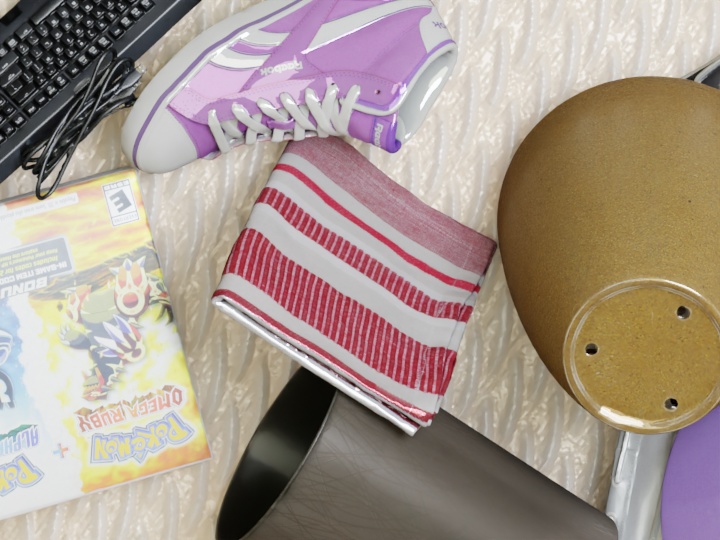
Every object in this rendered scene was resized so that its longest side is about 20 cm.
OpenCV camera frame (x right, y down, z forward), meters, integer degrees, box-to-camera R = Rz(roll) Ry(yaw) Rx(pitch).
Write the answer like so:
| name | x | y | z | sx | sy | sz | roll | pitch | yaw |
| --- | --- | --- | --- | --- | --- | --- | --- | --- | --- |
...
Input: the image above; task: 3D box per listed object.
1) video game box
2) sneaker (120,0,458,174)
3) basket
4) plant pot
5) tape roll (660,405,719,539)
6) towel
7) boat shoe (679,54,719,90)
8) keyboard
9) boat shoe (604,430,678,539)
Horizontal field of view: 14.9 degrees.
| name | x | y | z | sx | sy | sz | roll | pitch | yaw |
| --- | --- | --- | --- | --- | --- | --- | --- | --- | --- |
| video game box | -0.206 | 0.051 | 1.626 | 0.199 | 0.047 | 0.183 | -16 | 97 | -10 |
| sneaker | -0.036 | -0.098 | 1.599 | 0.200 | 0.073 | 0.114 | -34 | 63 | -4 |
| basket | 0.037 | 0.148 | 1.603 | 0.200 | 0.180 | 0.136 | 30 | 73 | -11 |
| plant pot | 0.166 | 0.009 | 1.559 | 0.186 | 0.200 | 0.187 | 2 | 112 | 5 |
| tape roll | 0.273 | 0.149 | 1.622 | 0.200 | 0.066 | 0.201 | 7 | 77 | -32 |
| towel | 0.000 | 0.000 | 1.582 | 0.144 | 0.200 | 0.023 | 33 | 123 | -6 |
| boat shoe | 0.229 | -0.094 | 1.653 | 0.200 | 0.060 | 0.074 | -38 | 97 | -1 |
| keyboard | -0.176 | -0.122 | 1.603 | 0.200 | 0.040 | 0.104 | -44 | 74 | -8 |
| boat shoe | 0.164 | 0.167 | 1.665 | 0.068 | 0.072 | 0.201 | 17 | 104 | 22 |
